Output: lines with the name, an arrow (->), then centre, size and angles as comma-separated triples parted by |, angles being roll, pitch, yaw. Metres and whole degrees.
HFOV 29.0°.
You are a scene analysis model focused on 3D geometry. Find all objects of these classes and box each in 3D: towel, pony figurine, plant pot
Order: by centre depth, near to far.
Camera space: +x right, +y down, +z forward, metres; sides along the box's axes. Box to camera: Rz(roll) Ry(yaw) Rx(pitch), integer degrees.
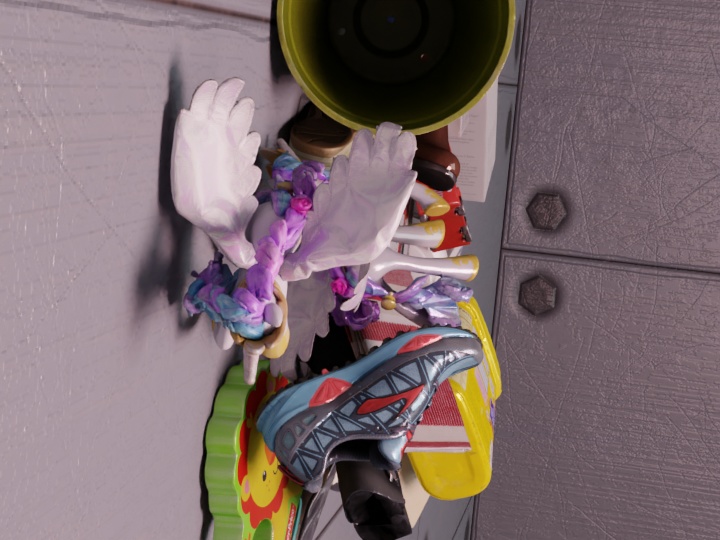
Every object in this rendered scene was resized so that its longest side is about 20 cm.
pony figurine -> -0.060, -0.021, 0.984 | 0.200, 0.165, 0.195 | 174, -71, -85
pony figurine -> 0.002, -0.011, 1.169 | 0.166, 0.199, 0.194 | -42, -140, 42
plant pot -> 0.031, -0.228, 1.249 | 0.193, 0.199, 0.202 | -86, -179, -81
towel -> 0.033, 0.072, 1.274 | 0.144, 0.023, 0.201 | 11, 56, -58

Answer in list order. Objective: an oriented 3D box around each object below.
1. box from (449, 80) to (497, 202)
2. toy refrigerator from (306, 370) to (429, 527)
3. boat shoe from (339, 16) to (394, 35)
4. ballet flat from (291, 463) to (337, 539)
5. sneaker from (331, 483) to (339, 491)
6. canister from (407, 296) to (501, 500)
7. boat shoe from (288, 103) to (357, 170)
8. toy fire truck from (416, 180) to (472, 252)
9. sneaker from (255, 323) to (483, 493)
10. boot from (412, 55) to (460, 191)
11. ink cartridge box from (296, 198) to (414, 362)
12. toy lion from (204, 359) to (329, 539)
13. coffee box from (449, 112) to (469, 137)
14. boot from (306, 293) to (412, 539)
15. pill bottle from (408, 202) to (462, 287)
box -> 0.109, -0.201, 1.785 | 0.098, 0.123, 0.201 | -71, 164, -48
toy refrigerator -> 0.003, 0.187, 1.436 | 0.070, 0.076, 0.200 | -60, 143, -25
boat shoe -> 0.018, -0.270, 1.411 | 0.072, 0.072, 0.201 | -85, -178, -67
ballet flat -> -0.059, 0.208, 1.314 | 0.073, 0.073, 0.201 | 75, 30, -62
sneaker -> 0.001, 0.155, 1.585 | 0.115, 0.075, 0.201 | 53, 50, -75
canister -> 0.093, 0.129, 1.474 | 0.200, 0.086, 0.149 | -75, 148, -62
boat shoe -> -0.024, -0.115, 1.309 | 0.200, 0.072, 0.065 | -52, 156, -66
toy fire truck -> 0.083, -0.098, 1.520 | 0.200, 0.048, 0.142 | 61, 16, -71
sneaker -> 0.020, 0.118, 1.134 | 0.096, 0.199, 0.079 | 60, -12, 24
boot -> 0.092, -0.184, 1.372 | 0.201, 0.068, 0.188 | -59, -163, 4
ink cartridge box -> 0.000, 0.000, 1.448 | 0.176, 0.083, 0.202 | 20, 77, -81
toy lion -> -0.089, 0.185, 1.180 | 0.192, 0.068, 0.201 | 60, 36, -60
coffee box -> 0.071, -0.263, 1.581 | 0.080, 0.112, 0.201 | -61, 156, -64
boot -> -0.018, 0.125, 1.232 | 0.165, 0.065, 0.201 | 44, 30, -42
pill bottle -> 0.054, -0.019, 1.638 | 0.200, 0.113, 0.115 | -50, 146, -71
